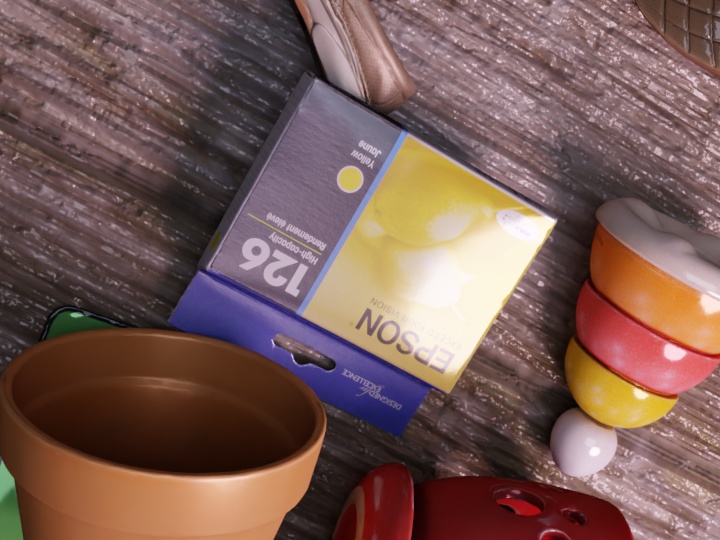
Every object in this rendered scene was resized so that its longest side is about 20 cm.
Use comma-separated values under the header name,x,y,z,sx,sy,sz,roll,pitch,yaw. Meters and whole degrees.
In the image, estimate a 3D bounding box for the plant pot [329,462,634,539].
name,x,y,z,sx,sy,sz,roll,pitch,yaw
plant pot,0.066,0.229,0.777,0.181,0.200,0.202,18,90,-6

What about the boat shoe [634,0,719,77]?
name,x,y,z,sx,sy,sz,roll,pitch,yaw
boat shoe,0.289,-0.166,0.866,0.199,0.068,0.072,30,90,5

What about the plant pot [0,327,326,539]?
name,x,y,z,sx,sy,sz,roll,pitch,yaw
plant pot,-0.130,0.140,0.732,0.198,0.200,0.141,7,108,-12

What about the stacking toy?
name,x,y,z,sx,sy,sz,roll,pitch,yaw
stacking toy,0.196,0.062,0.848,0.145,0.146,0.201,23,108,-12

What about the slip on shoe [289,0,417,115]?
name,x,y,z,sx,sy,sz,roll,pitch,yaw
slip on shoe,-0.021,-0.197,0.789,0.060,0.076,0.201,-23,101,-2

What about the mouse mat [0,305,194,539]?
name,x,y,z,sx,sy,sz,roll,pitch,yaw
mouse mat,-0.171,0.141,0.814,0.160,0.008,0.202,21,88,-13

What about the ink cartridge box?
name,x,y,z,sx,sy,sz,roll,pitch,yaw
ink cartridge box,0.000,0.000,0.796,0.197,0.047,0.201,27,99,-16
